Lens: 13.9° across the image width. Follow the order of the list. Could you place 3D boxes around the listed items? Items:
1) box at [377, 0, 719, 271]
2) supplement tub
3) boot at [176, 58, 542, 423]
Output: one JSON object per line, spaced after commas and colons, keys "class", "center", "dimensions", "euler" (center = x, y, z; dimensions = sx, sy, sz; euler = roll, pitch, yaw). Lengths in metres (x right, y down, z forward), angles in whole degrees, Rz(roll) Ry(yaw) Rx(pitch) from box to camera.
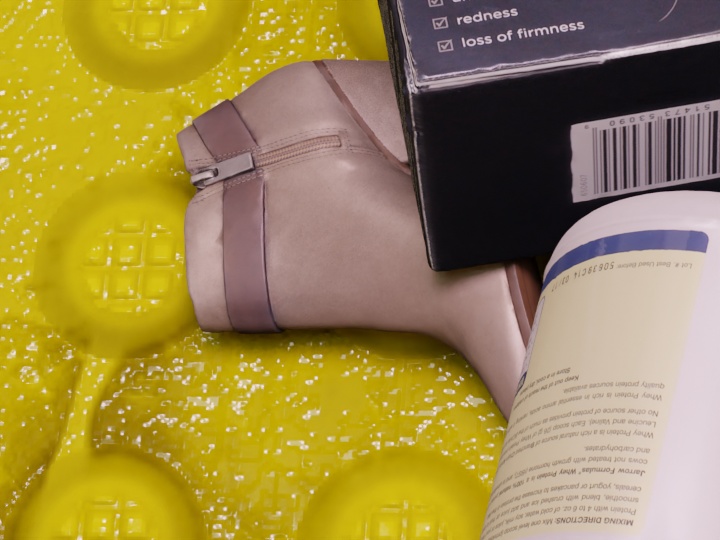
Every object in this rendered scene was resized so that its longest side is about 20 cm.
{"class": "box", "center": [0.105, -0.124, 1.198], "dimensions": [0.199, 0.124, 0.197], "euler": [-9, 53, -1]}
{"class": "supplement tub", "center": [0.119, 0.088, 1.078], "dimensions": [0.144, 0.145, 0.201], "euler": [9, 62, 14]}
{"class": "boot", "center": [0.000, 0.000, 1.244], "dimensions": [0.145, 0.070, 0.201], "euler": [-15, 61, 7]}
